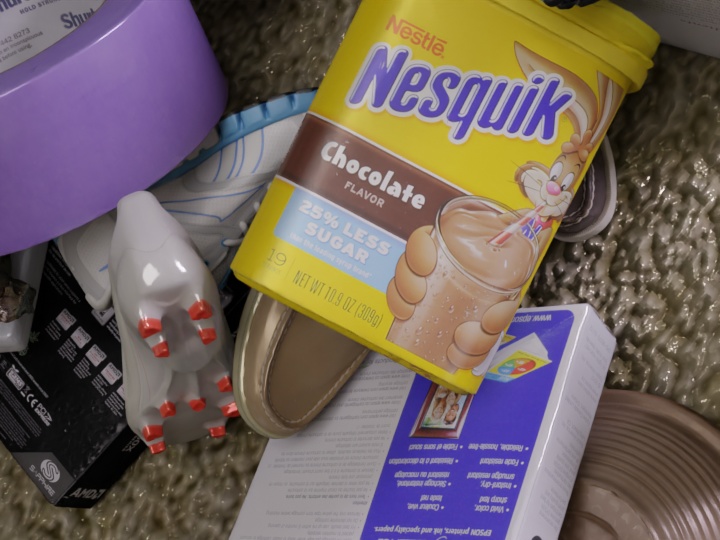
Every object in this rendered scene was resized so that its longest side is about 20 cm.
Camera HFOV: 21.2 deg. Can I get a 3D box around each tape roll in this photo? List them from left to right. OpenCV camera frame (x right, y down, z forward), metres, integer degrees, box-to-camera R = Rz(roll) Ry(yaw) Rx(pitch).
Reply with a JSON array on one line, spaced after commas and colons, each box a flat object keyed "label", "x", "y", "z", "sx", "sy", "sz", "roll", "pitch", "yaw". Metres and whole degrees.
[{"label": "tape roll", "x": -0.179, "y": -0.096, "z": 1.059, "sx": 0.198, "sy": 0.201, "sz": 0.085, "roll": -16, "pitch": 119, "yaw": 19}]

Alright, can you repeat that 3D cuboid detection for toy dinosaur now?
[{"label": "toy dinosaur", "x": -0.253, "y": -0.017, "z": 1.125, "sx": 0.088, "sy": 0.048, "sz": 0.200, "roll": -26, "pitch": 51, "yaw": -10}]

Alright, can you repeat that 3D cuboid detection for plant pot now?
[{"label": "plant pot", "x": 0.120, "y": 0.161, "z": 1.000, "sx": 0.199, "sy": 0.093, "sz": 0.203, "roll": -3, "pitch": 82, "yaw": 21}]

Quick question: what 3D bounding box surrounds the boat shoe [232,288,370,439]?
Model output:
[{"label": "boat shoe", "x": 0.000, "y": 0.000, "z": 1.025, "sx": 0.065, "sy": 0.072, "sz": 0.201, "roll": 12, "pitch": 68, "yaw": 53}]

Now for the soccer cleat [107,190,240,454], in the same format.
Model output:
[{"label": "soccer cleat", "x": -0.101, "y": 0.032, "z": 1.040, "sx": 0.069, "sy": 0.200, "sz": 0.078, "roll": -15, "pitch": 62, "yaw": -10}]

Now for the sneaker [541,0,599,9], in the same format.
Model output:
[{"label": "sneaker", "x": 0.129, "y": -0.214, "z": 0.844, "sx": 0.200, "sy": 0.078, "sz": 0.087, "roll": -43, "pitch": 67, "yaw": 11}]

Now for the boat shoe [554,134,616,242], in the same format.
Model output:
[{"label": "boat shoe", "x": 0.080, "y": -0.109, "z": 1.072, "sx": 0.071, "sy": 0.059, "sz": 0.201, "roll": -27, "pitch": 73, "yaw": 15}]

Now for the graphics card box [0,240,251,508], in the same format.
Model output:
[{"label": "graphics card box", "x": -0.144, "y": 0.029, "z": 1.147, "sx": 0.200, "sy": 0.051, "sz": 0.125, "roll": -48, "pitch": 69, "yaw": 8}]

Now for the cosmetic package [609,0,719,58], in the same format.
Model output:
[{"label": "cosmetic package", "x": 0.166, "y": -0.213, "z": 0.977, "sx": 0.165, "sy": 0.200, "sz": 0.169, "roll": 18, "pitch": 89, "yaw": 22}]

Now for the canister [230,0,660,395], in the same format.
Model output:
[{"label": "canister", "x": 0.039, "y": -0.057, "z": 0.955, "sx": 0.148, "sy": 0.087, "sz": 0.201, "roll": 27, "pitch": 90, "yaw": -3}]

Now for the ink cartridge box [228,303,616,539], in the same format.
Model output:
[{"label": "ink cartridge box", "x": 0.021, "y": 0.114, "z": 0.997, "sx": 0.197, "sy": 0.043, "sz": 0.201, "roll": -5, "pitch": 52, "yaw": 43}]

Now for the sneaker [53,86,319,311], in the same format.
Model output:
[{"label": "sneaker", "x": -0.077, "y": -0.037, "z": 1.077, "sx": 0.199, "sy": 0.075, "sz": 0.087, "roll": -24, "pitch": 84, "yaw": 6}]

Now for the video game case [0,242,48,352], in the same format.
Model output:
[{"label": "video game case", "x": -0.265, "y": -0.039, "z": 1.185, "sx": 0.180, "sy": 0.023, "sz": 0.202, "roll": -5, "pitch": 62, "yaw": 24}]
